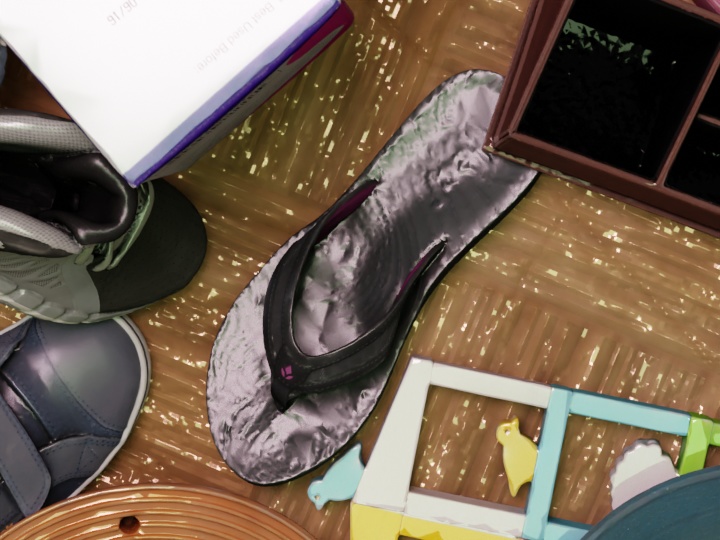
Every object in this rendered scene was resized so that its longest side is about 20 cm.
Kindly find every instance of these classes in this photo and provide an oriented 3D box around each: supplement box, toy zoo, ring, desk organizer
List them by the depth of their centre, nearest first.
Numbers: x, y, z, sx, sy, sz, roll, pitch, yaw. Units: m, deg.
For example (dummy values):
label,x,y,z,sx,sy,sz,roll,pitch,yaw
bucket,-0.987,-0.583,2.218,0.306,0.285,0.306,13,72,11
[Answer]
label,x,y,z,sx,sy,sz,roll,pitch,yaw
supplement box,-0.071,-0.103,0.932,0.101,0.200,0.103,-41,91,3
desk organizer,0.159,-0.052,0.974,0.199,0.077,0.072,20,83,-6
ring,-0.088,0.179,1.019,0.199,0.019,0.201,-2,109,-6
toy zoo,0.075,0.113,1.033,0.199,0.020,0.132,11,94,0

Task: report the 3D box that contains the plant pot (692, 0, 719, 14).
label,x,y,z,sx,sy,sz,roll,pitch,yaw
plant pot,0.211,-0.171,0.931,0.199,0.179,0.201,0,95,1

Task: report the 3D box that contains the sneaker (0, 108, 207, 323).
label,x,y,z,sx,sy,sz,roll,pitch,yaw
sneaker,-0.109,-0.019,0.934,0.115,0.200,0.075,6,84,43

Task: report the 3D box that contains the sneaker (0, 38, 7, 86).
label,x,y,z,sx,sy,sz,roll,pitch,yaw
sneaker,-0.205,-0.145,0.988,0.077,0.086,0.200,-35,84,-4

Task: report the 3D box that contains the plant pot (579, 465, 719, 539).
label,x,y,z,sx,sy,sz,roll,pitch,yaw
plant pot,0.166,0.196,0.931,0.199,0.188,0.201,0,103,-1

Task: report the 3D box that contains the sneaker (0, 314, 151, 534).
label,x,y,z,sx,sy,sz,roll,pitch,yaw
sneaker,-0.173,0.088,1.009,0.200,0.079,0.079,-38,92,2

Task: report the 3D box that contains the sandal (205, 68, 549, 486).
label,x,y,z,sx,sy,sz,roll,pitch,yaw
sandal,0.000,-0.001,1.005,0.075,0.048,0.201,36,91,13
